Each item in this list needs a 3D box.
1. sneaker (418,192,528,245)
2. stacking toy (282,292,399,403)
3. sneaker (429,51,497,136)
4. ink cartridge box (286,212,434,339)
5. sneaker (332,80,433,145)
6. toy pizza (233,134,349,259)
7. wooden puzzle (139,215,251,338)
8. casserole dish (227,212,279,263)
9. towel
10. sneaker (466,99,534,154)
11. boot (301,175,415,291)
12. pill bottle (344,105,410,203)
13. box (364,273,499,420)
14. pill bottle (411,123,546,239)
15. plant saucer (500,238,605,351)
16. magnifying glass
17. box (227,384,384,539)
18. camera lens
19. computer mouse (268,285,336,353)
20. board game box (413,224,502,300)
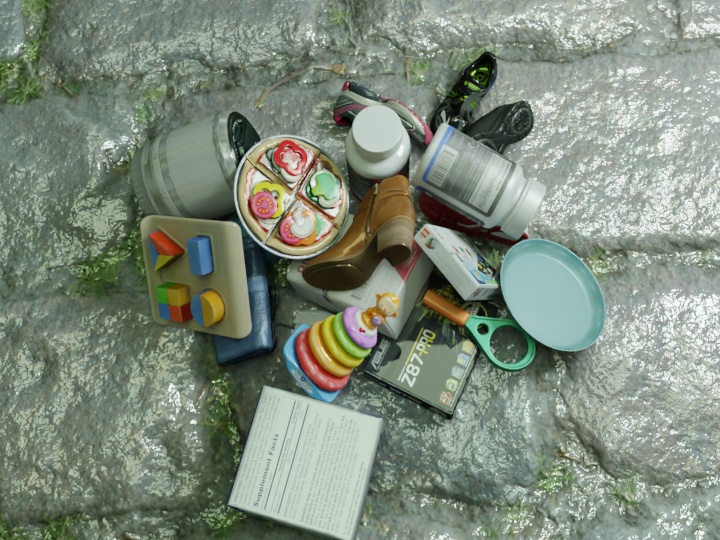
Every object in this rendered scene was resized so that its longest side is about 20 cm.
[{"bbox_3d":[0.202,-0.124,1.448,0.196,0.079,0.118,20,63,-4],"label":"sneaker"},{"bbox_3d":[-0.014,0.098,1.272,0.199,0.110,0.116,-39,97,27],"label":"stacking toy"},{"bbox_3d":[0.183,-0.310,1.498,0.070,0.083,0.202,30,75,12],"label":"sneaker"},{"bbox_3d":[0.000,0.000,1.372,0.197,0.083,0.148,22,72,27],"label":"ink cartridge box"},{"bbox_3d":[0.041,-0.264,1.494,0.197,0.080,0.076,28,90,25],"label":"sneaker"},{"bbox_3d":[-0.104,-0.120,1.331,0.196,0.032,0.205,6,77,-24],"label":"toy pizza"},{"bbox_3d":[-0.272,0.012,1.338,0.196,0.046,0.190,5,108,30],"label":"wooden puzzle"},{"bbox_3d":[-0.161,-0.109,1.465,0.119,0.039,0.203,26,75,11],"label":"casserole dish"},{"bbox_3d":[-0.197,0.049,1.388,0.110,0.048,0.205,-19,66,26],"label":"towel"},{"bbox_3d":[0.215,-0.225,1.466,0.199,0.090,0.077,-37,116,-24],"label":"sneaker"},{"bbox_3d":[0.000,-0.059,1.320,0.196,0.074,0.157,-18,46,21],"label":"boot"},{"bbox_3d":[0.029,-0.189,1.399,0.108,0.201,0.113,-1,71,2],"label":"pill bottle"},{"bbox_3d":[0.117,0.116,1.371,0.159,0.049,0.203,25,72,13],"label":"box"},{"bbox_3d":[0.190,-0.140,1.348,0.197,0.114,0.115,30,74,2],"label":"pill bottle"},{"bbox_3d":[0.309,0.043,1.367,0.196,0.028,0.204,11,58,-17],"label":"plant saucer"},{"bbox_3d":[0.188,0.091,1.342,0.197,0.022,0.080,30,72,11],"label":"magnifying glass"},{"bbox_3d":[-0.080,0.299,1.285,0.195,0.105,0.188,15,73,6],"label":"box"},{"bbox_3d":[-0.262,-0.166,1.403,0.196,0.160,0.164,-16,70,15],"label":"camera lens"},{"bbox_3d":[-0.077,0.097,1.387,0.195,0.044,0.112,11,71,6],"label":"computer mouse"},{"bbox_3d":[0.165,-0.011,1.338,0.035,0.199,0.127,-43,73,16],"label":"board game box"}]
